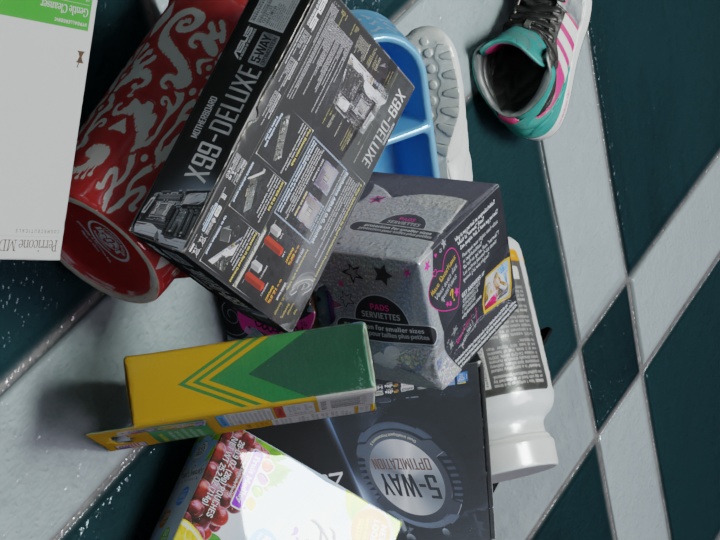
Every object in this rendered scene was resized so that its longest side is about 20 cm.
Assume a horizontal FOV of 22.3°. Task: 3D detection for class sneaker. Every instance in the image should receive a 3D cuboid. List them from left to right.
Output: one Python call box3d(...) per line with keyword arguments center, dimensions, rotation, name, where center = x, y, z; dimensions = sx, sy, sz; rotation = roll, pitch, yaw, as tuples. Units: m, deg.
box3d(center=(0.062, -0.119, 1.596), dimensions=(0.081, 0.076, 0.202), rotation=(-45, 139, -57), name="sneaker")
box3d(center=(0.159, -0.225, 1.721), dimensions=(0.121, 0.083, 0.202), rotation=(-6, 103, -67), name="sneaker")

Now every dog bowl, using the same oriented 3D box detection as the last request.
box3d(center=(0.010, -0.111, 1.494), dimensions=(0.111, 0.049, 0.202), rotation=(-21, 118, -24), name="dog bowl")

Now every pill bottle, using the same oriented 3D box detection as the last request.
box3d(center=(0.103, 0.079, 1.573), dimensions=(0.116, 0.116, 0.202), rotation=(8, 67, -58), name="pill bottle")

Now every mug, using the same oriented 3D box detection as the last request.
box3d(center=(-0.111, -0.074, 1.256), dimensions=(0.201, 0.177, 0.133), rotation=(-55, -177, -29), name="mug")

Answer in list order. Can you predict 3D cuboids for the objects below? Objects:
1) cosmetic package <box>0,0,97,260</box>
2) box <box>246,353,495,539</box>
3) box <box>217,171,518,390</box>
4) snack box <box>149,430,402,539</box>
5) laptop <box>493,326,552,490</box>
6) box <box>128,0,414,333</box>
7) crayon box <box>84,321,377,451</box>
box3d(center=(-0.231, -0.110, 1.113), dimensions=(0.107, 0.084, 0.202), rotation=(-3, 102, -62), name="cosmetic package")
box3d(center=(0.004, 0.151, 1.469), dimensions=(0.044, 0.198, 0.162), rotation=(-113, -163, -69), name="box")
box3d(center=(0.000, 0.000, 1.404), dimensions=(0.132, 0.199, 0.116), rotation=(-42, 129, -45), name="box")
box3d(center=(-0.082, 0.243, 1.379), dimensions=(0.168, 0.068, 0.201), rotation=(32, 68, -17), name="snack box")
box3d(center=(0.129, 0.176, 1.739), dimensions=(0.178, 0.103, 0.201), rotation=(-56, 140, -34), name="laptop")
box3d(center=(-0.053, -0.078, 1.213), dimensions=(0.201, 0.049, 0.158), rotation=(-64, 149, -9), name="box")
box3d(center=(-0.090, 0.082, 1.279), dimensions=(0.126, 0.198, 0.052), rotation=(90, -9, -80), name="crayon box")
